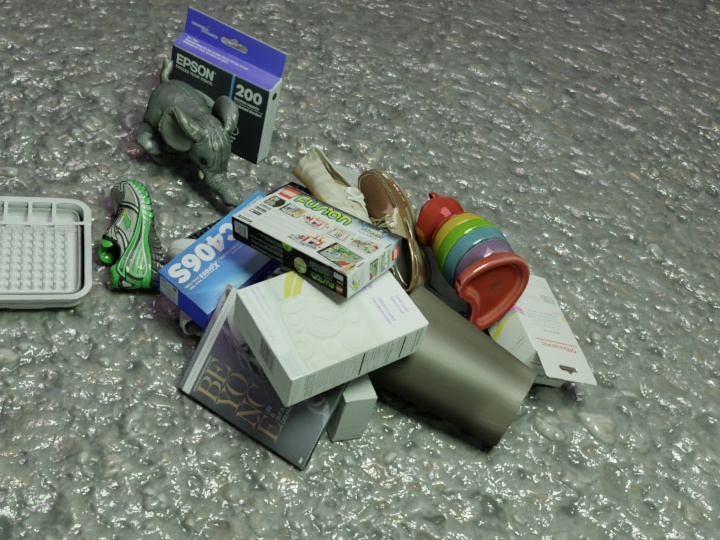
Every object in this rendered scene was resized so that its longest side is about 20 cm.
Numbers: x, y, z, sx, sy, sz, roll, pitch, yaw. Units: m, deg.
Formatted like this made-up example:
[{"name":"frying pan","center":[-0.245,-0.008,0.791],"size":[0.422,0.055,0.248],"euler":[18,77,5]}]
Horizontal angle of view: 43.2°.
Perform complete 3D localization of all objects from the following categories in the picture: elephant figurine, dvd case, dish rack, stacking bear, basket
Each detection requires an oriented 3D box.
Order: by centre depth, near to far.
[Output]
[{"name":"dvd case","center":[-0.119,0.132,1.146],"size":[0.197,0.151,0.016],"euler":[30,5,14]},{"name":"basket","center":[0.125,0.134,1.227],"size":[0.198,0.138,0.180],"euler":[32,30,11]},{"name":"dish rack","center":[-0.458,-0.020,1.255],"size":[0.168,0.044,0.202],"euler":[1,44,-19]},{"name":"stacking bear","center":[0.147,-0.033,1.317],"size":[0.112,0.122,0.201],"euler":[-31,47,-4]},{"name":"elephant figurine","center":[-0.251,-0.215,1.433],"size":[0.198,0.156,0.143],"euler":[23,72,40]}]

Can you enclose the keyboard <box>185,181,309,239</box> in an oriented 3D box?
[{"name":"keyboard","center":[-0.164,-0.075,1.355],"size":[0.198,0.021,0.127],"euler":[-31,32,-16]}]

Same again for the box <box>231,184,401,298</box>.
[{"name":"box","center":[-0.057,-0.041,1.147],"size":[0.198,0.035,0.109],"euler":[27,41,32]}]

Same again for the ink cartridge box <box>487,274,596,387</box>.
[{"name":"ink cartridge box","center":[0.251,0.097,1.327],"size":[0.115,0.068,0.203],"euler":[14,41,-35]}]

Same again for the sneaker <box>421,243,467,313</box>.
[{"name":"sneaker","center":[0.131,-0.007,1.417],"size":[0.197,0.081,0.077],"euler":[29,39,6]}]

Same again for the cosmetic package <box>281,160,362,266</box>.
[{"name":"cosmetic package","center":[-0.051,-0.077,1.428],"size":[0.105,0.091,0.201],"euler":[23,44,9]}]

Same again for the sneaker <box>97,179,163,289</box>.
[{"name":"sneaker","center":[-0.338,-0.057,1.310],"size":[0.083,0.079,0.202],"euler":[-4,46,-22]}]

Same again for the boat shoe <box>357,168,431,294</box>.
[{"name":"boat shoe","center":[0.048,-0.058,1.367],"size":[0.203,0.075,0.072],"euler":[64,22,3]}]

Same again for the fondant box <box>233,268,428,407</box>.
[{"name":"fondant box","center":[-0.037,0.062,1.110],"size":[0.197,0.059,0.145],"euler":[-19,55,-29]}]

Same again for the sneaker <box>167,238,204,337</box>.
[{"name":"sneaker","center":[-0.222,0.030,1.257],"size":[0.098,0.076,0.200],"euler":[-22,55,-37]}]

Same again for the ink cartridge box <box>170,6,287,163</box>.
[{"name":"ink cartridge box","center":[-0.230,-0.307,1.524],"size":[0.195,0.203,0.043],"euler":[26,38,11]}]

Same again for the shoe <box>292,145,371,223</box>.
[{"name":"shoe","center":[-0.037,-0.119,1.349],"size":[0.069,0.054,0.200],"euler":[25,17,-48]}]

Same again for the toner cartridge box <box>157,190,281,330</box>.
[{"name":"toner cartridge box","center":[-0.173,-0.018,1.240],"size":[0.094,0.044,0.200],"euler":[37,56,13]}]

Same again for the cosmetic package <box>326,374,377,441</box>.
[{"name":"cosmetic package","center":[-0.038,0.120,1.220],"size":[0.050,0.084,0.202],"euler":[-4,46,-22]}]

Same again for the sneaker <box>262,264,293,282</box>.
[{"name":"sneaker","center":[-0.099,0.030,1.196],"size":[0.089,0.204,0.074],"euler":[21,1,-41]}]
